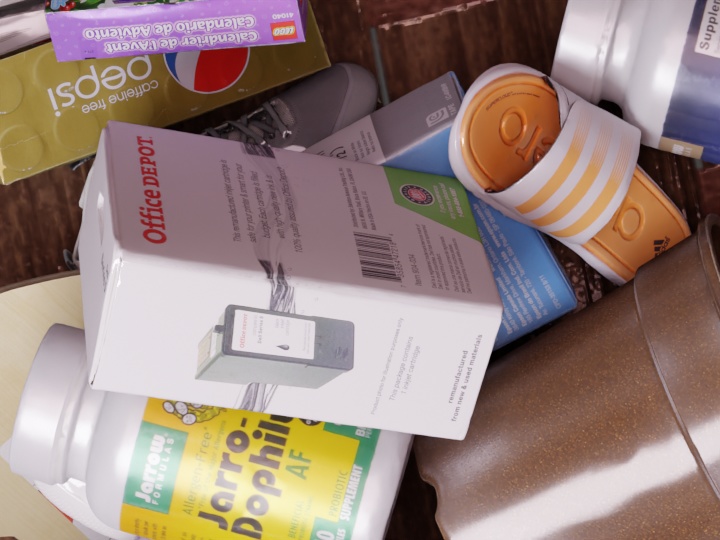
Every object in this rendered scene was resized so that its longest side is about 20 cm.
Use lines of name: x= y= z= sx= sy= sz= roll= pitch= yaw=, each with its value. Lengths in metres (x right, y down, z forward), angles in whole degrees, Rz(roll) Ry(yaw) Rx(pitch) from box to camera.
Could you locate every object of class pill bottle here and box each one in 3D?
pill bottle: x=-0.077 y=0.093 z=1.572 sx=0.200 sy=0.113 sz=0.113 roll=16 pitch=94 yaw=3
pill bottle: x=0.210 y=-0.112 z=1.645 sx=0.200 sy=0.111 sz=0.111 roll=15 pitch=94 yaw=5

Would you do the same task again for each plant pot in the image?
plant pot: x=0.147 y=0.099 z=1.630 sx=0.198 sy=0.200 sz=0.200 roll=-26 pitch=89 yaw=15

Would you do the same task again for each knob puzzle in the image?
knob puzzle: x=-0.144 y=0.077 z=1.707 sx=0.220 sy=0.030 sz=0.220 roll=-4 pitch=111 yaw=-10

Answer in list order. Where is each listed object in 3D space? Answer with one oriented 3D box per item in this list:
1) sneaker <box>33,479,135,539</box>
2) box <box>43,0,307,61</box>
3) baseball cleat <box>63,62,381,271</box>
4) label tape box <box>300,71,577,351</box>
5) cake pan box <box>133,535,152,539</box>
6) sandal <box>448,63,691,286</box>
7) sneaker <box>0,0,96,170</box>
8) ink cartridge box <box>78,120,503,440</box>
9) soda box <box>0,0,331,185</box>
sneaker: x=-0.082 y=0.111 z=1.657 sx=0.200 sy=0.075 sz=0.088 roll=19 pitch=136 yaw=-15
box: x=-0.096 y=-0.199 z=1.647 sx=0.137 sy=0.200 sz=0.039 roll=-4 pitch=136 yaw=7
baseball cleat: x=-0.081 y=-0.056 z=1.683 sx=0.200 sy=0.070 sz=0.106 roll=-45 pitch=131 yaw=6
label tape box: x=0.000 y=0.000 z=1.667 sx=0.200 sy=0.066 sz=0.143 roll=-27 pitch=120 yaw=8
cake pan box: x=-0.071 y=0.235 z=1.554 sx=0.184 sy=0.200 sz=0.052 roll=16 pitch=137 yaw=17
sandal: x=0.133 y=-0.047 z=1.626 sx=0.207 sy=0.059 sz=0.079 roll=32 pitch=75 yaw=-39
sneaker: x=-0.210 y=-0.102 z=1.708 sx=0.200 sy=0.076 sz=0.115 roll=-21 pitch=88 yaw=4
ink cartridge box: x=-0.041 y=0.004 z=1.542 sx=0.200 sy=0.146 sz=0.084 roll=9 pitch=119 yaw=-13
soda box: x=-0.124 y=-0.111 z=1.660 sx=0.200 sy=0.064 sz=0.068 roll=-21 pitch=99 yaw=-14
